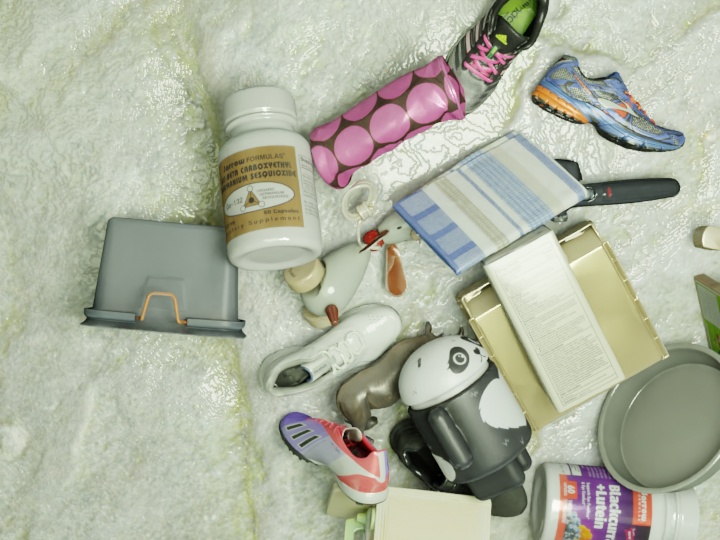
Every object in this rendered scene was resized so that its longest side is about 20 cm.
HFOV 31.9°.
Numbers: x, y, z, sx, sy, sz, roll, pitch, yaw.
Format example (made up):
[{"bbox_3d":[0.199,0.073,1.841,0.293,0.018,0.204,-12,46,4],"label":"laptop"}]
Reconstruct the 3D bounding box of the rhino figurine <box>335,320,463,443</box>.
[{"bbox_3d":[0.054,0.133,1.594,0.199,0.060,0.088,-36,118,-10],"label":"rhino figurine"}]

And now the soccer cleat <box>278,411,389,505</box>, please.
[{"bbox_3d":[-0.031,0.213,1.558,0.068,0.200,0.074,-8,116,-36],"label":"soccer cleat"}]

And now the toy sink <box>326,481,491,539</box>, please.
[{"bbox_3d":[0.054,0.346,1.585,0.198,0.131,0.113,8,64,-4],"label":"toy sink"}]

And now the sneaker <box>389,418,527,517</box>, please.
[{"bbox_3d":[0.125,0.268,1.613,0.199,0.091,0.076,27,102,-7],"label":"sneaker"}]

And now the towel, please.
[{"bbox_3d":[0.156,-0.084,1.516,0.199,0.147,0.024,-31,141,-15],"label":"towel"}]

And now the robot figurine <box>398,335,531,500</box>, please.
[{"bbox_3d":[0.131,0.174,1.523,0.124,0.150,0.201,-32,97,-13],"label":"robot figurine"}]

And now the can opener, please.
[{"bbox_3d":[0.300,-0.099,1.570,0.198,0.063,0.079,-1,99,-1],"label":"can opener"}]

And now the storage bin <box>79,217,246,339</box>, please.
[{"bbox_3d":[-0.235,0.008,1.542,0.198,0.146,0.135,4,89,-2],"label":"storage bin"}]

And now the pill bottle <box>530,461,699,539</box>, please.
[{"bbox_3d":[0.325,0.310,1.616,0.198,0.111,0.112,5,100,-3],"label":"pill bottle"}]

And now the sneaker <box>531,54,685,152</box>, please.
[{"bbox_3d":[0.313,-0.202,1.549,0.199,0.075,0.079,24,95,-7],"label":"sneaker"}]

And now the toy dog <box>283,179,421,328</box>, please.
[{"bbox_3d":[0.000,0.000,1.551,0.132,0.096,0.200,30,105,-42],"label":"toy dog"}]

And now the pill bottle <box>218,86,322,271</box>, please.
[{"bbox_3d":[-0.111,-0.110,1.504,0.113,0.114,0.202,-7,74,0],"label":"pill bottle"}]

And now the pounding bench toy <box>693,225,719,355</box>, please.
[{"bbox_3d":[0.511,0.023,1.565,0.155,0.124,0.201,-15,100,1],"label":"pounding bench toy"}]

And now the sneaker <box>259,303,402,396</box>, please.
[{"bbox_3d":[-0.035,0.110,1.584,0.199,0.087,0.075,-30,98,2],"label":"sneaker"}]

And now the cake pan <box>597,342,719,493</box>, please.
[{"bbox_3d":[0.388,0.188,1.567,0.037,0.200,0.201,35,98,-36],"label":"cake pan"}]

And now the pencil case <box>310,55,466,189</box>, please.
[{"bbox_3d":[0.036,-0.176,1.515,0.199,0.091,0.094,-27,145,18],"label":"pencil case"}]

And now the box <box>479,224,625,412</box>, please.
[{"bbox_3d":[0.225,0.054,1.492,0.094,0.078,0.201,-26,99,3],"label":"box"}]

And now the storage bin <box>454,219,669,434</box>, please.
[{"bbox_3d":[0.249,0.067,1.582,0.199,0.094,0.199,-29,99,4],"label":"storage bin"}]

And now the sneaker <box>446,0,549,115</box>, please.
[{"bbox_3d":[0.163,-0.275,1.523,0.074,0.087,0.200,35,97,-7],"label":"sneaker"}]
